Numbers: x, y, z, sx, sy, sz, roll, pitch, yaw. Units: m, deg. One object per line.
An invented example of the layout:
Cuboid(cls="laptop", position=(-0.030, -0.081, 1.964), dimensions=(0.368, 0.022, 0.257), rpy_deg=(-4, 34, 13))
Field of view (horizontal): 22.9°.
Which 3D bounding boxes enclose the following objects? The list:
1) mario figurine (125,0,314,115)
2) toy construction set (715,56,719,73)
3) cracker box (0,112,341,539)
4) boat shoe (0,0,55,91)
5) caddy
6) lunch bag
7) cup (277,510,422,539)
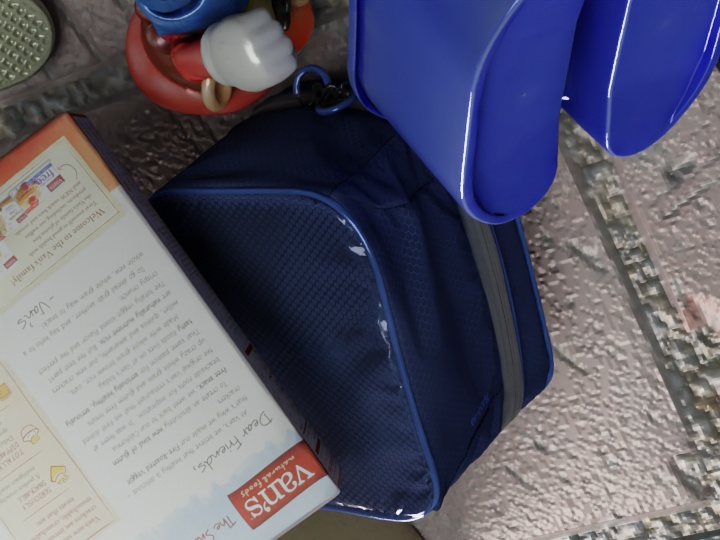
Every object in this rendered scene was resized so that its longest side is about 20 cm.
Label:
Cuboid(cls="mario figurine", position=(-0.057, -0.134, 0.756), dimensions=(0.106, 0.200, 0.124), rpy_deg=(15, 79, 11))
Cuboid(cls="toy construction set", position=(0.214, -0.109, 0.730), dimensions=(0.131, 0.092, 0.200), rpy_deg=(-39, 92, 32))
Cuboid(cls="cracker box", position=(-0.118, 0.050, 0.769), dimensions=(0.134, 0.058, 0.200), rpy_deg=(-35, 92, 2))
Cuboid(cls="boat shoe", position=(-0.250, -0.123, 0.878), dimensions=(0.199, 0.062, 0.075), rpy_deg=(-2, 116, 1))
Cuboid(cls="caddy", position=(0.066, -0.114, 0.695), dimensions=(0.105, 0.141, 0.200), rpy_deg=(55, 162, 26))
Cuboid(cls="lunch bag", position=(0.000, 0.000, 0.833), dimensions=(0.135, 0.132, 0.201), rpy_deg=(5, 122, 36))
Cuboid(cls="cup", position=(-0.061, 0.224, 0.979), dimensions=(0.199, 0.143, 0.201), rpy_deg=(8, 123, 12))
